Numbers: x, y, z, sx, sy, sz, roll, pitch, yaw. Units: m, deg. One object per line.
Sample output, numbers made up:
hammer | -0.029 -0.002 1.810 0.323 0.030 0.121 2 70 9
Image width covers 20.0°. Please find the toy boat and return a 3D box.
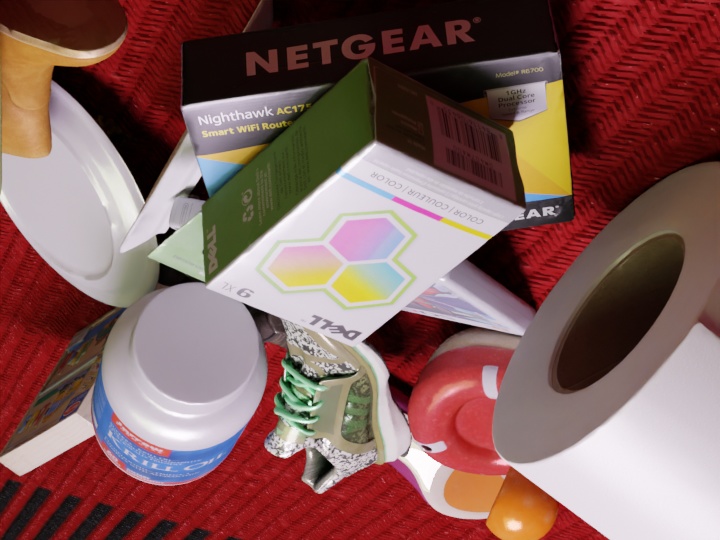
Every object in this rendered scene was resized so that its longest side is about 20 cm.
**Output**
toy boat | 0.119 0.121 1.358 0.200 0.131 0.131 9 146 34

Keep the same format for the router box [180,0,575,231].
router box | 0.012 -0.074 1.119 0.199 0.051 0.149 -8 144 4

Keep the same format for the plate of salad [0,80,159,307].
plate of salad | -0.202 -0.064 1.428 0.200 0.048 0.200 33 143 29

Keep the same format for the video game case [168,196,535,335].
video game case | 0.000 0.000 1.282 0.182 0.023 0.200 11 172 21

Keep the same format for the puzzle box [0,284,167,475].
puzzle box | -0.215 0.086 1.610 0.025 0.133 0.200 36 151 -14

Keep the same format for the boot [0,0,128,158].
boot | -0.209 -0.128 1.292 0.201 0.071 0.144 25 143 33

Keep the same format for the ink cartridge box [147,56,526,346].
ink cartridge box | -0.017 -0.019 1.094 0.104 0.059 0.200 23 135 -33

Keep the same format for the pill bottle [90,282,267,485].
pill bottle | -0.124 0.075 1.393 0.112 0.112 0.200 29 160 0

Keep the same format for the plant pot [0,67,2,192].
plant pot | -0.323 -0.111 1.214 0.181 0.200 0.199 35 137 28

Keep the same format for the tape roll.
tape roll | 0.188 0.061 1.116 0.139 0.203 0.203 37 152 -16

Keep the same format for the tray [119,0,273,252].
tray | -0.096 -0.082 1.241 0.022 0.108 0.200 29 153 -7

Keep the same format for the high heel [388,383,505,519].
high heel | 0.036 0.121 1.542 0.200 0.067 0.096 22 -159 -25

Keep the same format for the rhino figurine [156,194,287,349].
rhino figurine | -0.070 0.021 1.443 0.200 0.060 0.087 36 161 -18

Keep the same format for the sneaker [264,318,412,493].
sneaker | -0.028 0.089 1.372 0.077 0.089 0.200 36 161 39
